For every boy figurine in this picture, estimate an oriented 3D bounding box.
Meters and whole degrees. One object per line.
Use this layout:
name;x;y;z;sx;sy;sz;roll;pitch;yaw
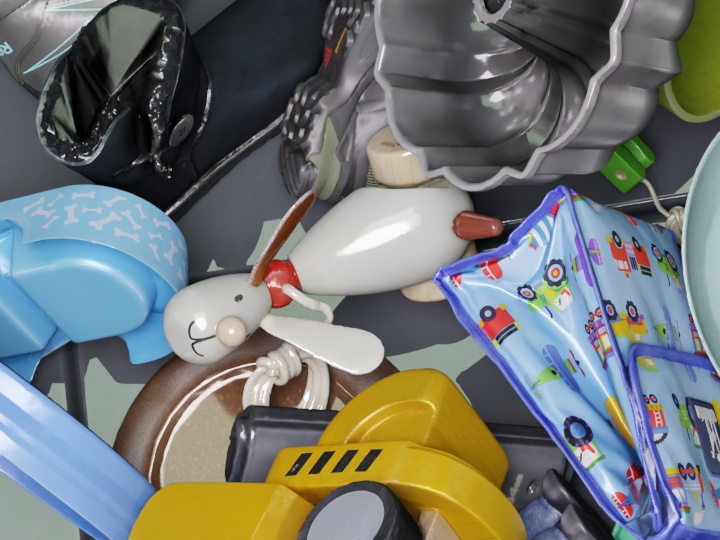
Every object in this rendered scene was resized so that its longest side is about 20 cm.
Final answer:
boy figurine;0.050;0.198;1.079;0.200;0.124;0.064;-41;114;5

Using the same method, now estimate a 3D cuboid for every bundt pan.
bundt pan;0.095;-0.136;1.023;0.075;0.201;0.204;8;72;-36

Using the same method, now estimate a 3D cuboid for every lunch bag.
lunch bag;0.145;0.073;1.053;0.094;0.150;0.201;-35;67;21

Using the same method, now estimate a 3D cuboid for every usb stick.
usb stick;0.022;0.105;1.099;0.198;0.033;0.056;5;115;-18

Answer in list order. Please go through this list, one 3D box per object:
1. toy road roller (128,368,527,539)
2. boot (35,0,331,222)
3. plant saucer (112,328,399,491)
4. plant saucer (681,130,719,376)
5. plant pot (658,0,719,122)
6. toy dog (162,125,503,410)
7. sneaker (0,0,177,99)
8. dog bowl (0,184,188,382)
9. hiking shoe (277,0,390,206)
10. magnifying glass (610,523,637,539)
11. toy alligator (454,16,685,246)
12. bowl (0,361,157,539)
toy road roller;-0.006;0.134;1.037;0.199;0.123;0.147;-7;43;37
boot;-0.091;-0.117;1.137;0.076;0.168;0.200;41;82;13
plant saucer;-0.051;0.122;1.142;0.198;0.037;0.202;-1;75;5
plant saucer;0.248;0.005;1.111;0.199;0.039;0.203;7;76;-28
plant pot;0.144;-0.210;1.147;0.199;0.187;0.188;29;80;29
toy dog;0.000;0.000;1.080;0.200;0.096;0.132;-48;119;-16
sneaker;-0.137;-0.178;1.218;0.199;0.075;0.080;-29;97;-3
dog bowl;-0.183;0.007;1.129;0.198;0.112;0.050;-12;47;28
hiking shoe;0.029;-0.125;1.160;0.100;0.076;0.201;20;104;-26
magnifying glass;0.160;0.142;1.125;0.079;0.022;0.200;39;83;13
toy alligator;0.132;-0.087;1.155;0.200;0.054;0.059;38;125;-16
bowl;-0.193;0.082;1.081;0.200;0.201;0.040;33;77;12
